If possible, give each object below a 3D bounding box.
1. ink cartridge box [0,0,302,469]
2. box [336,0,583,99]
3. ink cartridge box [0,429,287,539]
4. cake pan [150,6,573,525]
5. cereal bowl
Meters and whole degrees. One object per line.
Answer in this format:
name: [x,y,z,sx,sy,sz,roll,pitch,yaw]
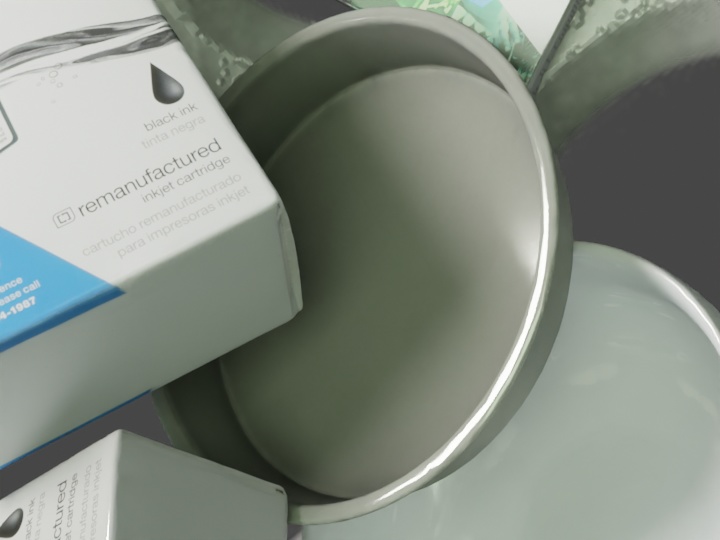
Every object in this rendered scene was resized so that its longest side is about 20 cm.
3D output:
ink cartridge box: [-0.133,-0.044,0.857,0.146,0.086,0.201,-27,61,-13]
box: [0.014,-0.177,0.908,0.199,0.036,0.145,28,95,11]
ink cartridge box: [-0.119,0.167,0.838,0.199,0.084,0.147,-31,48,40]
cake pan: [0.000,0.000,0.867,0.199,0.037,0.202,-14,67,35]
cereal bowl: [0.079,0.095,0.850,0.199,0.083,0.202,-16,64,35]
